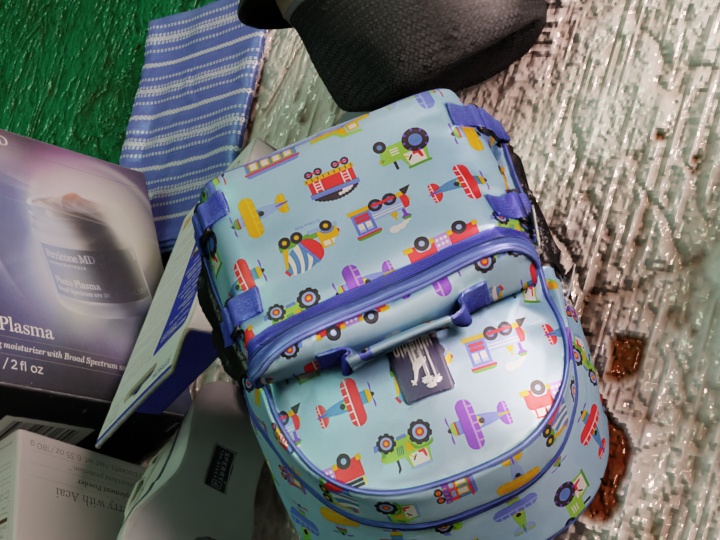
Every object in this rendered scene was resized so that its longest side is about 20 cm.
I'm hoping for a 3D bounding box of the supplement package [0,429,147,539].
[{"bbox_3d":[-0.195,0.222,0.967,0.119,0.121,0.201,-31,50,36],"label":"supplement package"}]

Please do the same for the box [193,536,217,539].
[{"bbox_3d":[-0.009,0.227,0.756,0.199,0.107,0.150,6,75,52],"label":"box"}]

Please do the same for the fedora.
[{"bbox_3d":[0.033,-0.146,0.886,0.200,0.200,0.092,-24,84,41],"label":"fedora"}]

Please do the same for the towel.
[{"bbox_3d":[-0.129,-0.103,1.138,0.144,0.024,0.202,-8,66,47],"label":"towel"}]

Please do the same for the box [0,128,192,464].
[{"bbox_3d":[-0.233,0.021,1.031,0.123,0.199,0.200,-36,56,32],"label":"box"}]

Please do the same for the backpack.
[{"bbox_3d":[0.023,0.040,0.762,0.181,0.135,0.201,-18,58,0],"label":"backpack"}]

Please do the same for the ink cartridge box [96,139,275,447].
[{"bbox_3d":[-0.097,0.016,0.954,0.095,0.037,0.201,-44,20,41],"label":"ink cartridge box"}]

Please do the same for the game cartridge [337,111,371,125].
[{"bbox_3d":[0.000,0.000,0.922,0.133,0.040,0.201,14,82,56],"label":"game cartridge"}]

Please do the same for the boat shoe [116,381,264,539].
[{"bbox_3d":[-0.104,0.144,0.901,0.066,0.072,0.201,-53,15,32],"label":"boat shoe"}]
